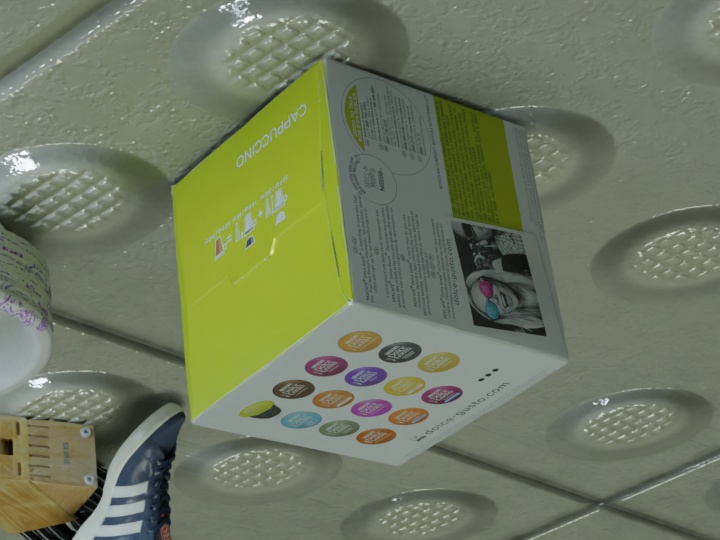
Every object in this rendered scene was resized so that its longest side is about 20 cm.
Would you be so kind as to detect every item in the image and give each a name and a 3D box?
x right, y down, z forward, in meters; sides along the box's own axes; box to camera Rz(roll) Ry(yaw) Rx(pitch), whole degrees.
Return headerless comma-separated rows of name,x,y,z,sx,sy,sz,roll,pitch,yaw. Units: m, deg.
coffee box,0.000,0.000,1.564,0.197,0.201,0.199,15,144,-35
sneaker,-0.192,0.217,1.959,0.201,0.084,0.075,-62,163,16
paper bowl,-0.330,0.018,1.617,0.199,0.105,0.201,-5,152,-3
knife block,-0.318,0.201,2.001,0.199,0.064,0.176,9,147,-27
